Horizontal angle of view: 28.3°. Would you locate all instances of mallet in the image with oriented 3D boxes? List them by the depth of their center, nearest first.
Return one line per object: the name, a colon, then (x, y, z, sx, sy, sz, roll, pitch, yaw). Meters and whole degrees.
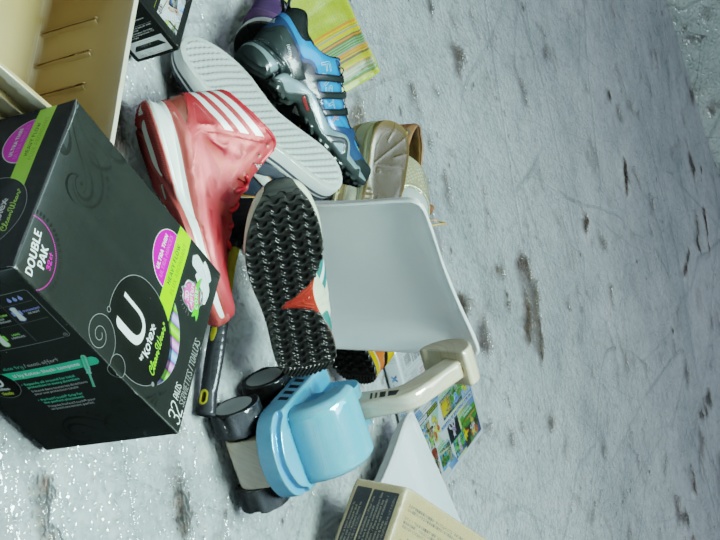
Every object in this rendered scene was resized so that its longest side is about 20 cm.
mallet: (-0.130, 0.029, 1.272, 0.041, 0.065, 0.201, 32, 68, -54)

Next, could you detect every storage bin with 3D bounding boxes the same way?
storage bin: (-0.255, -0.204, 1.012, 0.199, 0.093, 0.201, 45, 43, -51)

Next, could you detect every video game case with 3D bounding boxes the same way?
video game case: (0.089, 0.148, 1.700, 0.200, 0.022, 0.184, -38, 116, -63)

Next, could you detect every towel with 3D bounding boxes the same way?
towel: (-0.049, -0.265, 1.487, 0.018, 0.086, 0.201, 43, -15, 50)

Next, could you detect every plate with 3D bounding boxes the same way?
plate: (0.000, 0.000, 1.337, 0.032, 0.199, 0.200, -65, 144, -38)
plate: (0.050, 0.290, 1.536, 0.201, 0.032, 0.200, 67, 29, -27)

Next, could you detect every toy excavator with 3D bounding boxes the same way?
toy excavator: (-0.007, 0.130, 1.294, 0.194, 0.199, 0.101, -45, 122, -59)

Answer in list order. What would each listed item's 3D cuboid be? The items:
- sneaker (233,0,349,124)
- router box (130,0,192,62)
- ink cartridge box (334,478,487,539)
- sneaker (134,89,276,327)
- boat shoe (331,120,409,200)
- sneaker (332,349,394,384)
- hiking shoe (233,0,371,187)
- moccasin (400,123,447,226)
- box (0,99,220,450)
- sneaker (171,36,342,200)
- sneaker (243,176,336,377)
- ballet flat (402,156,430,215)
sneaker: (-0.055, -0.192, 1.461, 0.088, 0.075, 0.201, -77, 147, -50)
router box: (-0.193, -0.305, 1.226, 0.149, 0.051, 0.201, 51, 38, -44)
ink cartridge box: (0.050, 0.320, 1.413, 0.200, 0.075, 0.166, 39, 65, -42)
sneaker: (-0.112, -0.060, 1.226, 0.115, 0.078, 0.201, -19, 102, -22)
boat shoe: (0.001, -0.061, 1.523, 0.074, 0.066, 0.202, 14, 90, -38)
sneaker: (-0.011, 0.012, 1.460, 0.090, 0.070, 0.201, -43, 123, -45)
hiking shoe: (-0.035, -0.163, 1.378, 0.087, 0.074, 0.200, -52, 131, -18)
moccasin: (0.053, -0.070, 1.633, 0.074, 0.077, 0.203, 34, 51, -57)
box: (-0.210, 0.009, 0.998, 0.200, 0.123, 0.149, 54, 36, -42)
sneaker: (-0.112, -0.123, 1.319, 0.200, 0.079, 0.079, 44, 35, -19)
sneaker: (-0.066, -0.007, 1.256, 0.094, 0.070, 0.201, -110, -171, -54)
ballet flat: (0.047, -0.027, 1.556, 0.067, 0.062, 0.202, 9, 89, -25)
